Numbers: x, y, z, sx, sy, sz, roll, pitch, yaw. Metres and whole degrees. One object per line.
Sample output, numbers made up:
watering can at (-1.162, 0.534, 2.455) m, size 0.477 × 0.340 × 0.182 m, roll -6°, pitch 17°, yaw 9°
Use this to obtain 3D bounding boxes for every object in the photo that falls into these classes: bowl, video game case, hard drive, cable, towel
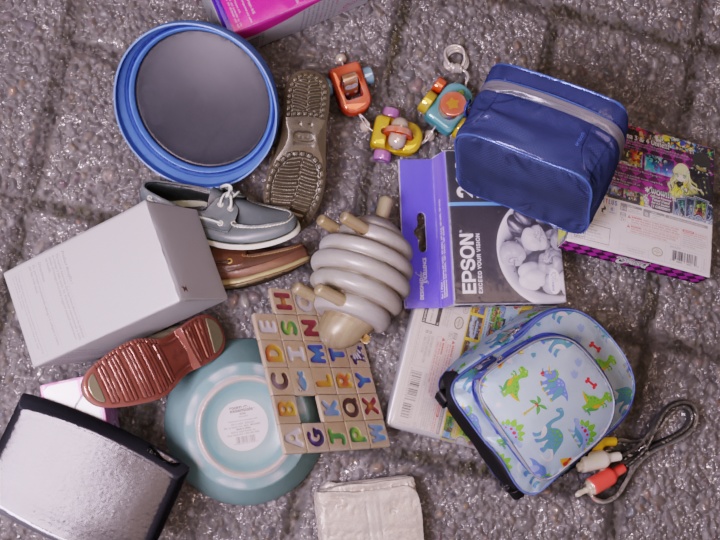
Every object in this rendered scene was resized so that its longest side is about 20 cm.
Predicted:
bowl at (-0.191, -0.197, 1.192) m, size 0.199 × 0.039 × 0.202 m, roll 4°, pitch 117°, yaw 8°
video game case at (0.139, 0.118, 1.264) m, size 0.181 × 0.023 × 0.202 m, roll 15°, pitch 83°, yaw -5°
video game case at (0.350, -0.093, 1.272) m, size 0.198 × 0.036 × 0.183 m, roll 13°, pitch 70°, yaw -11°
hard drive at (-0.297, 0.227, 1.074) m, size 0.199 × 0.042 × 0.136 m, roll 25°, pitch 83°, yaw -4°
cable at (0.345, 0.230, 1.263) m, size 0.199 × 0.050 × 0.098 m, roll -18°, pitch 82°, yaw -7°
bowl at (-0.133, 0.181, 1.183) m, size 0.199 × 0.105 × 0.203 m, roll 1°, pitch 86°, yaw -8°
towel at (0.015, 0.353, 1.223) m, size 0.131 × 0.034 × 0.202 m, roll -4°, pitch 87°, yaw -6°

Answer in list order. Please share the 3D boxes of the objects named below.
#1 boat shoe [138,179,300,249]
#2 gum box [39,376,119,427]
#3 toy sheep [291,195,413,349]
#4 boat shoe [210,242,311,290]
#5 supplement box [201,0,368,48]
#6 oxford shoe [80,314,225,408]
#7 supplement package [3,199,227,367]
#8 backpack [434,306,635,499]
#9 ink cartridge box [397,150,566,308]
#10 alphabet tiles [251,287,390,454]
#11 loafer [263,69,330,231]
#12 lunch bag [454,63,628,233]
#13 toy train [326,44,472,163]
boat shoe at (-0.170, -0.070, 1.192) m, size 0.198 × 0.073 × 0.062 m, roll 5°, pitch 121°, yaw 10°
gum box at (-0.306, 0.221, 1.152) m, size 0.066 × 0.113 × 0.202 m, roll -11°, pitch 86°, yaw -8°
toy sheep at (0.000, 0.000, 1.203) m, size 0.137 × 0.138 × 0.201 m, roll 23°, pitch 78°, yaw -5°
boat shoe at (-0.160, -0.009, 1.211) m, size 0.199 × 0.072 × 0.068 m, roll -14°, pitch 89°, yaw -5°
supplement box at (-0.091, -0.351, 1.234) m, size 0.199 × 0.101 × 0.104 m, roll -23°, pitch 89°, yaw -9°
oxford shoe at (-0.242, 0.111, 1.143) m, size 0.199 × 0.074 × 0.071 m, roll -21°, pitch 90°, yaw -50°
supplement package at (-0.273, 0.018, 1.133) m, size 0.199 × 0.117 × 0.118 m, roll -23°, pitch 81°, yaw 17°
backpack at (0.218, 0.144, 1.187) m, size 0.200 × 0.147 × 0.183 m, roll -37°, pitch 92°, yaw -12°
ink cartridge box at (0.149, -0.052, 1.256) m, size 0.198 × 0.043 × 0.200 m, roll -1°, pitch 77°, yaw -6°
alphabet tiles at (-0.048, 0.115, 1.189) m, size 0.166 × 0.008 × 0.201 m, roll 5°, pitch 62°, yaw -44°
loafer at (-0.072, -0.144, 1.239) m, size 0.075 × 0.067 × 0.202 m, roll 13°, pitch 99°, yaw -1°
lunch bag at (0.207, -0.153, 1.187) m, size 0.199 × 0.136 × 0.133 m, roll 24°, pitch 68°, yaw 17°
toy train at (0.056, -0.220, 1.262) m, size 0.198 × 0.056 × 0.151 m, roll -14°, pitch 85°, yaw -8°
